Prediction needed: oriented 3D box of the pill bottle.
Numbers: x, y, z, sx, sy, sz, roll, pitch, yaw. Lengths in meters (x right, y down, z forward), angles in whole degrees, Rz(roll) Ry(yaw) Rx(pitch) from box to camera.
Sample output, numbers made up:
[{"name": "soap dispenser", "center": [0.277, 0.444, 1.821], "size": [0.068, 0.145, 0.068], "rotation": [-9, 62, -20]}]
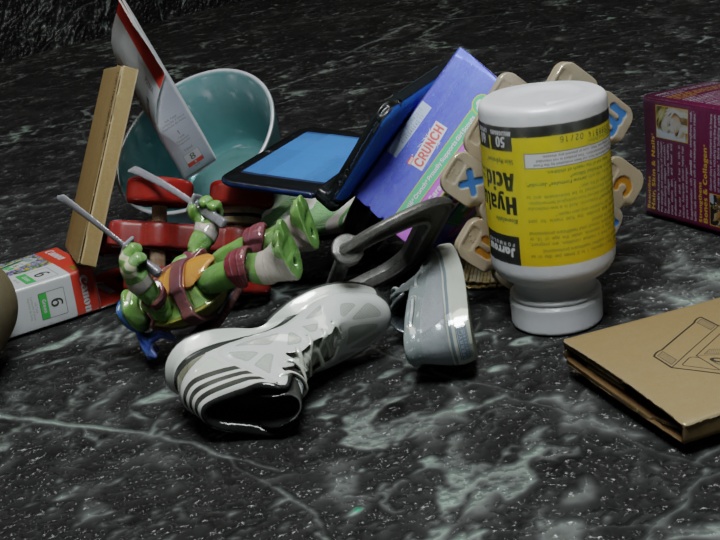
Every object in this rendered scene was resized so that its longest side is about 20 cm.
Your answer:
[{"name": "pill bottle", "center": [0.162, -0.053, 1.056], "size": [0.110, 0.203, 0.111], "rotation": [-7, 18, 2]}]

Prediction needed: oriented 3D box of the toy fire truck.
[{"name": "toy fire truck", "center": [-0.168, -0.030, 1.267], "size": [0.197, 0.114, 0.168], "rotation": [2, -3, -14]}]

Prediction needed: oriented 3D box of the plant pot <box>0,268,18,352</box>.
[{"name": "plant pot", "center": [-0.385, 0.043, 1.076], "size": [0.184, 0.190, 0.200], "rotation": [-3, 5, 12]}]

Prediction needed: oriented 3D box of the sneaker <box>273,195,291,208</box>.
[{"name": "sneaker", "center": [-0.162, -0.107, 1.493], "size": [0.197, 0.076, 0.081], "rotation": [0, 31, 27]}]

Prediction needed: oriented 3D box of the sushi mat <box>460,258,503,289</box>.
[{"name": "sushi mat", "center": [0.146, -0.022, 1.267], "size": [0.094, 0.012, 0.200], "rotation": [-3, 19, 10]}]

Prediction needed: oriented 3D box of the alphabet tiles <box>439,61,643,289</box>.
[{"name": "alphabet tiles", "center": [0.167, -0.082, 1.122], "size": [0.194, 0.202, 0.015], "rotation": [30, 1, -28]}]

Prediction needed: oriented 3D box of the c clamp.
[{"name": "c clamp", "center": [0.000, 0.000, 1.078], "size": [0.169, 0.027, 0.200], "rotation": [-20, -17, -23]}]

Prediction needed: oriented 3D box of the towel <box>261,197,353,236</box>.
[{"name": "towel", "center": [-0.089, -0.069, 1.480], "size": [0.197, 0.024, 0.153], "rotation": [-2, 20, 16]}]

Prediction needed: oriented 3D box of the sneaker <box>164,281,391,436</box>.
[{"name": "sneaker", "center": [-0.047, 0.081, 0.985], "size": [0.198, 0.077, 0.115], "rotation": [-19, 33, -20]}]

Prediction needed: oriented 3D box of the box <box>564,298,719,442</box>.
[{"name": "box", "center": [0.279, 0.064, 0.927], "size": [0.197, 0.022, 0.163], "rotation": [-13, 20, -18]}]

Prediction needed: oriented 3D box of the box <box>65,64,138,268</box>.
[{"name": "box", "center": [-0.273, -0.112, 1.287], "size": [0.021, 0.203, 0.163], "rotation": [12, 4, -19]}]

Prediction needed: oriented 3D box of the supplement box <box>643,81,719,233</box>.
[{"name": "supplement box", "center": [0.389, -0.112, 1.252], "size": [0.102, 0.133, 0.199], "rotation": [-15, 21, -25]}]

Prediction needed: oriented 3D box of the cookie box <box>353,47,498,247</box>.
[{"name": "cookie box", "center": [0.093, -0.111, 1.206], "size": [0.075, 0.172, 0.200], "rotation": [39, 10, 14]}]

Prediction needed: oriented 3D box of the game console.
[{"name": "game console", "center": [-0.016, -0.144, 1.198], "size": [0.118, 0.172, 0.200], "rotation": [37, 31, 6]}]

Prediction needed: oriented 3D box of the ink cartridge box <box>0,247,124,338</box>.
[{"name": "ink cartridge box", "center": [-0.325, 0.016, 1.284], "size": [0.198, 0.051, 0.108], "rotation": [-20, 22, -30]}]

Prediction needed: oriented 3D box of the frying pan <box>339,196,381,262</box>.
[{"name": "frying pan", "center": [0.015, -0.042, 1.317], "size": [0.031, 0.190, 0.116], "rotation": [26, 74, 16]}]

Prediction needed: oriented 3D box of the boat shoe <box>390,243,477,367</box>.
[{"name": "boat shoe", "center": [0.057, 0.029, 1.065], "size": [0.070, 0.071, 0.201], "rotation": [-10, 17, 3]}]

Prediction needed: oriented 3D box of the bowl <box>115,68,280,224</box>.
[{"name": "bowl", "center": [-0.165, -0.116, 1.390], "size": [0.198, 0.105, 0.203], "rotation": [-14, 51, 18]}]

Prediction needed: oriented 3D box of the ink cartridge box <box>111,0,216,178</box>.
[{"name": "ink cartridge box", "center": [-0.232, -0.213, 1.290], "size": [0.050, 0.201, 0.163], "rotation": [-32, 49, -1]}]

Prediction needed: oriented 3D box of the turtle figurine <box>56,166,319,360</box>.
[{"name": "turtle figurine", "center": [-0.147, -0.032, 1.072], "size": [0.191, 0.203, 0.144], "rotation": [-14, -14, 18]}]
